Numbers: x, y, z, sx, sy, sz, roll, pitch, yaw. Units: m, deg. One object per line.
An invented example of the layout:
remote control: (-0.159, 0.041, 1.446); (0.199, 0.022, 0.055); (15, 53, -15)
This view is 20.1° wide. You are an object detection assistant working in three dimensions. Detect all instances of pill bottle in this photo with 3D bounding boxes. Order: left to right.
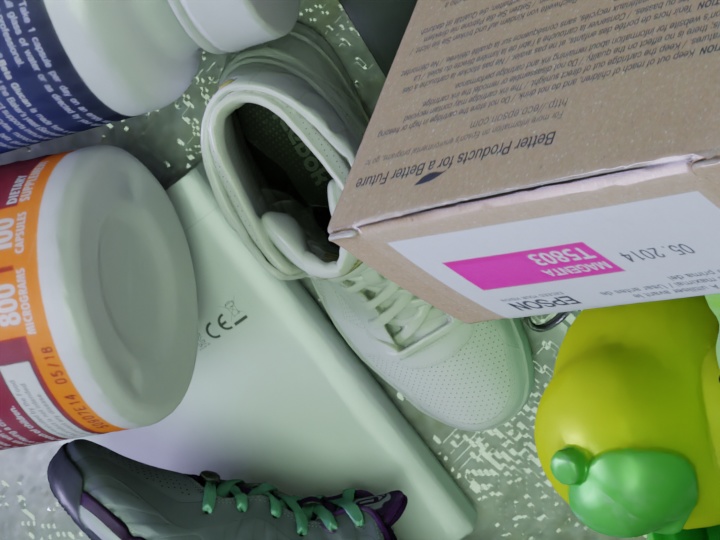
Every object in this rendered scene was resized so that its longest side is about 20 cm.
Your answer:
pill bottle: (-0.177, 0.021, 0.832); (0.199, 0.114, 0.115); (-11, 106, 20)
pill bottle: (-0.130, -0.106, 0.799); (0.199, 0.111, 0.112); (-13, 106, 19)

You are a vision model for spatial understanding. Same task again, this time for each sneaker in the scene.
sneaker: (-0.034, 0.111, 0.869); (0.200, 0.074, 0.088); (34, 97, -13)
sneaker: (0.000, 0.000, 0.822); (0.073, 0.116, 0.200); (-33, 102, 16)

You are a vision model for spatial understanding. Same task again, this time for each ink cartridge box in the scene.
ink cartridge box: (0.096, -0.075, 0.671); (0.075, 0.200, 0.165); (33, 67, -29)

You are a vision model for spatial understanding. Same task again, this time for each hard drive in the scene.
hard drive: (-0.059, 0.068, 0.900); (0.132, 0.027, 0.200); (-35, 100, 18)

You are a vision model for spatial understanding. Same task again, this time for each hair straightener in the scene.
hair straightener: (0.039, -0.052, 0.802); (0.041, 0.077, 0.201); (-27, 116, 1)

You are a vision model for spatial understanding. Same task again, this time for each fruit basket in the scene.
fruit basket: (0.145, 0.029, 0.764); (0.155, 0.216, 0.217); (-13, 106, 13)

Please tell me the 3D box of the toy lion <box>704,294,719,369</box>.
toy lion: (0.213, -0.022, 0.702); (0.191, 0.069, 0.201); (16, 86, -18)
